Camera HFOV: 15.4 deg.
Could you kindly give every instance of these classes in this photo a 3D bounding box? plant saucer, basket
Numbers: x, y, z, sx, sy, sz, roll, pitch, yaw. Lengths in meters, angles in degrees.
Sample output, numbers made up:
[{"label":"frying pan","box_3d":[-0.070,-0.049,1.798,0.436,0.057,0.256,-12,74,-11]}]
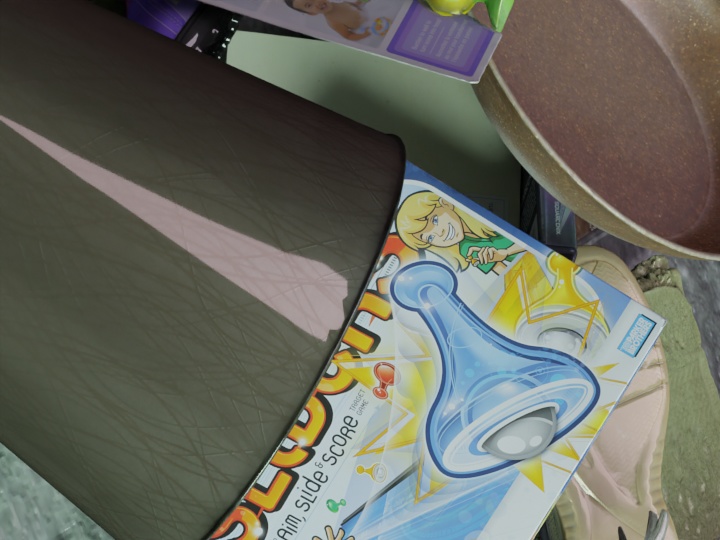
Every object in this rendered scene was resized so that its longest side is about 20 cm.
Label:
[{"label":"plant saucer","box_3d":[0.105,-0.084,1.131,0.200,0.037,0.201,27,44,-29]},{"label":"basket","box_3d":[-0.110,-0.024,0.911,0.200,0.136,0.181,33,69,-16]}]

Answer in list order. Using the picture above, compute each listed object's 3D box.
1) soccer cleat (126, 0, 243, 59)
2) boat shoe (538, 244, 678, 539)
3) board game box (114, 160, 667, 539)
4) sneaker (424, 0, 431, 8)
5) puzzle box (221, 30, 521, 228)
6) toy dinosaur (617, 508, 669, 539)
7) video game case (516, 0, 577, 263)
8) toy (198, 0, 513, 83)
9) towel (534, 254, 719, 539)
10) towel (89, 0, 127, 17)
[{"label":"soccer cleat","box_3d":[-0.075,-0.134,1.092,0.073,0.068,0.200,26,42,-7]},{"label":"boat shoe","box_3d":[0.106,0.090,1.220,0.072,0.065,0.201,-11,89,-17]},{"label":"board game box","box_3d":[0.014,0.064,1.037,0.135,0.034,0.200,31,62,7]},{"label":"sneaker","box_3d":[0.029,-0.083,1.229,0.089,0.077,0.201,35,54,-58]},{"label":"puzzle box","box_3d":[0.000,0.000,1.119,0.133,0.025,0.201,7,69,-9]},{"label":"toy dinosaur","box_3d":[0.051,0.171,1.111,0.182,0.105,0.201,99,13,-70]},{"label":"video game case","box_3d":[0.070,-0.041,1.198,0.143,0.019,0.201,104,-10,-50]},{"label":"toy","box_3d":[-0.030,-0.146,1.038,0.115,0.199,0.047,-63,172,-48]},{"label":"towel","box_3d":[0.131,0.087,1.334,0.200,0.036,0.149,-32,104,-55]},{"label":"towel","box_3d":[-0.114,-0.021,1.043,0.149,0.031,0.201,37,48,-45]}]
